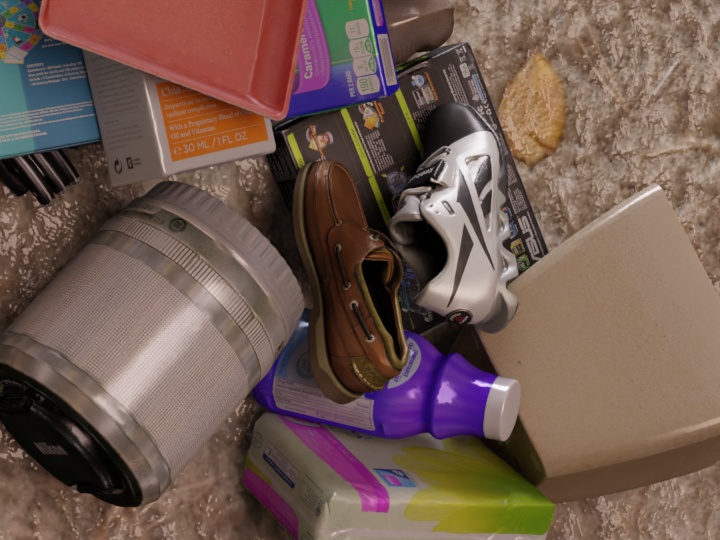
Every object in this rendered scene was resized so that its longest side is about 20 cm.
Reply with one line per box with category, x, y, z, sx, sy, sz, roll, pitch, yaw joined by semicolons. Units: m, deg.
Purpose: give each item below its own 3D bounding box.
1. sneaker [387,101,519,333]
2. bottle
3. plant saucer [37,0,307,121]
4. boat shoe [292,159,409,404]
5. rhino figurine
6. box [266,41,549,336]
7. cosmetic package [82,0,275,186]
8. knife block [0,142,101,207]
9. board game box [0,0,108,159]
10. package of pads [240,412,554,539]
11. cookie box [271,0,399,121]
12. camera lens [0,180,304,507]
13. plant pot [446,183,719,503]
sneaker;0.061;-0.051;1.747;0.088;0.074;0.200;12;50;-28
bottle;0.019;0.084;1.739;0.065;0.199;0.084;78;31;-51
plant saucer;-0.122;-0.220;1.550;0.200;0.037;0.200;19;75;-36
boat shoe;0.000;0.000;1.710;0.072;0.068;0.201;26;46;-48
rhino figurine;-0.013;-0.177;1.788;0.200;0.087;0.060;-21;98;-30
box;0.039;-0.055;1.839;0.193;0.047;0.200;-28;103;-26
cosmetic package;-0.135;-0.167;1.603;0.101;0.071;0.201;-16;96;-37
knife block;-0.279;-0.137;1.641;0.200;0.064;0.176;6;84;-32
board game box;-0.228;-0.182;1.608;0.151;0.047;0.201;-13;94;-38
package of pads;0.024;0.168;1.759;0.199;0.154;0.068;6;107;-29
cookie box;-0.088;-0.191;1.692;0.199;0.075;0.172;-11;95;10
camera lens;-0.156;0.055;1.651;0.160;0.160;0.200;49;66;-20
plant pot;0.179;0.080;1.818;0.177;0.200;0.200;-23;77;-13
